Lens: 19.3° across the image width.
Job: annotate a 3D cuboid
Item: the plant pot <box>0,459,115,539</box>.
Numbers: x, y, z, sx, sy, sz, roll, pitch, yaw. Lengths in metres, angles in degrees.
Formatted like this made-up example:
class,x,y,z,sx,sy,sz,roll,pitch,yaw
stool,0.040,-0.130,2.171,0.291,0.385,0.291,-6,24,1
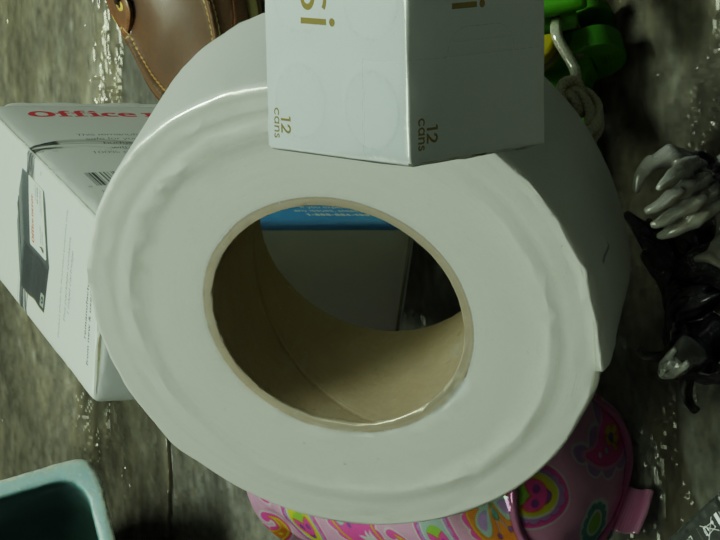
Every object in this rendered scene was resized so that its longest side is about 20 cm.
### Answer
class,x,y,z,sx,sy,sz,roll,pitch,yaw
plant pot,-0.209,0.232,1.168,0.200,0.195,0.197,101,154,-79

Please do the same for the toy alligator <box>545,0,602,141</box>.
class,x,y,z,sx,sy,sz,roll,pitch,yaw
toy alligator,0.070,-0.143,0.848,0.059,0.054,0.201,-11,60,8

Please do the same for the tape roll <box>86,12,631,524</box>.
class,x,y,z,sx,sy,sz,roll,pitch,yaw
tape roll,0.000,0.000,0.818,0.201,0.071,0.203,8,124,11

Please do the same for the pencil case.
class,x,y,z,sx,sy,sz,roll,pitch,yaw
pencil case,0.034,0.091,0.959,0.199,0.087,0.088,-3,93,49

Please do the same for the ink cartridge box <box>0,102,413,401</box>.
class,x,y,z,sx,sy,sz,roll,pitch,yaw
ink cartridge box,-0.084,-0.014,0.995,0.200,0.144,0.084,-141,54,-59

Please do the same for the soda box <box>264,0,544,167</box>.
class,x,y,z,sx,sy,sz,roll,pitch,yaw
soda box,0.013,-0.137,0.656,0.068,0.063,0.201,11,107,46

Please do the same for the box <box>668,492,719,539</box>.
class,x,y,z,sx,sy,sz,roll,pitch,yaw
box,0.170,0.202,0.809,0.164,0.086,0.200,-53,56,39

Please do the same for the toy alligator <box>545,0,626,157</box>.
class,x,y,z,sx,sy,sz,roll,pitch,yaw
toy alligator,0.060,-0.128,0.919,0.054,0.059,0.200,-37,61,2

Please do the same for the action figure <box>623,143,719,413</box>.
class,x,y,z,sx,sy,sz,roll,pitch,yaw
action figure,0.155,-0.005,0.787,0.119,0.102,0.200,52,131,15

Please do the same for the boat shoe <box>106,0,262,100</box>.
class,x,y,z,sx,sy,sz,roll,pitch,yaw
boat shoe,-0.104,-0.147,1.052,0.072,0.067,0.201,-43,45,23
